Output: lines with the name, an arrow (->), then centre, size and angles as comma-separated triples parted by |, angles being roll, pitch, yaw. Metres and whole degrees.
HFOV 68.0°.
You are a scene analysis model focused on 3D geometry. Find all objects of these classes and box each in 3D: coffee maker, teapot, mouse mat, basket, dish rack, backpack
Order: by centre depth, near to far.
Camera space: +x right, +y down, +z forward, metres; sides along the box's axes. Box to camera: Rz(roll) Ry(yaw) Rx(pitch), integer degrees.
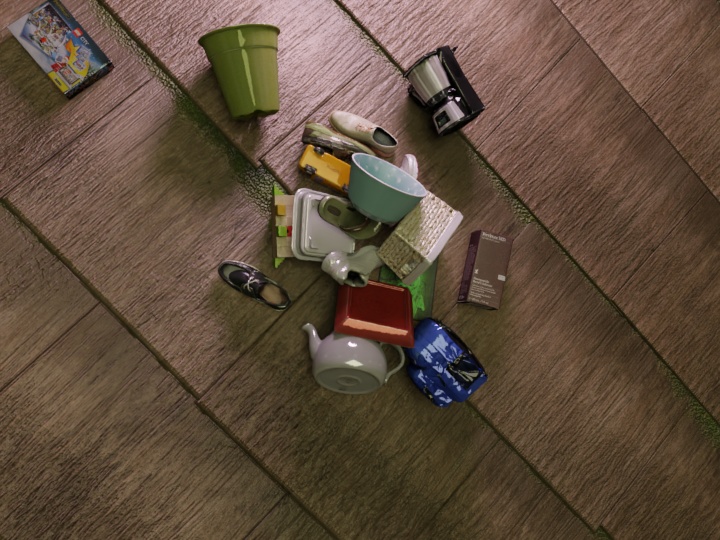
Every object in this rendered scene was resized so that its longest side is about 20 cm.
teapot -> -0.020, 0.207, 1.316 | 0.200, 0.196, 0.147 | 47, 39, -43
dish rack -> -0.079, -0.108, 1.326 | 0.199, 0.043, 0.173 | 6, 86, -47
basket -> 0.148, -0.086, 1.354 | 0.123, 0.136, 0.200 | 40, 55, 0
backpack -> 0.197, 0.229, 1.354 | 0.168, 0.162, 0.200 | -40, 95, -8
coffee maker -> 0.241, -0.484, 1.427 | 0.191, 0.135, 0.201 | -33, 94, -13
mouse mat -> 0.126, 0.030, 1.432 | 0.160, 0.008, 0.202 | 8, 85, -11

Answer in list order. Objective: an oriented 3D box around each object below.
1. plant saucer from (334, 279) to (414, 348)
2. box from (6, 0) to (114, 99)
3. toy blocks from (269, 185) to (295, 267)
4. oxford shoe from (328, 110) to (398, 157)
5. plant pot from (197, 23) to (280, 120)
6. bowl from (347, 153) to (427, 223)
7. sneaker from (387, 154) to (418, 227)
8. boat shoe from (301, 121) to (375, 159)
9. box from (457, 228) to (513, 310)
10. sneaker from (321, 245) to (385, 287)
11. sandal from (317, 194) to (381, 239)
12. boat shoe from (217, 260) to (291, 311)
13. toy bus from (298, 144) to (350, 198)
plant saucer -> 0.041, 0.090, 1.324 | 0.199, 0.200, 0.037 | 12, 128, -7
box -> -0.714, -0.533, 1.279 | 0.136, 0.038, 0.200 | -40, 95, -11
toy blocks -> -0.152, -0.110, 1.348 | 0.136, 0.100, 0.202 | -2, 90, -22
oxford shoe -> 0.012, -0.371, 1.401 | 0.199, 0.074, 0.071 | 23, 82, -9
plant pot -> -0.276, -0.474, 1.307 | 0.199, 0.200, 0.191 | -13, 102, -12
bowl -> 0.050, -0.187, 1.288 | 0.200, 0.201, 0.105 | 23, 115, -9
sneaker -> 0.086, -0.220, 1.403 | 0.088, 0.081, 0.201 | 23, 81, -11
boat shoe -> -0.059, -0.320, 1.391 | 0.199, 0.073, 0.065 | 23, 93, -6
box -> 0.338, -0.001, 1.446 | 0.099, 0.075, 0.201 | 14, 82, -10
sneaker -> 0.000, 0.000, 1.338 | 0.199, 0.078, 0.100 | -13, 56, -39
sandal -> -0.020, -0.124, 1.309 | 0.200, 0.057, 0.080 | 16, 89, -44
boat shoe -> -0.260, 0.033, 1.322 | 0.199, 0.068, 0.072 | 31, 82, -7
toy bus -> -0.060, -0.244, 1.375 | 0.199, 0.078, 0.065 | 26, 82, -9
